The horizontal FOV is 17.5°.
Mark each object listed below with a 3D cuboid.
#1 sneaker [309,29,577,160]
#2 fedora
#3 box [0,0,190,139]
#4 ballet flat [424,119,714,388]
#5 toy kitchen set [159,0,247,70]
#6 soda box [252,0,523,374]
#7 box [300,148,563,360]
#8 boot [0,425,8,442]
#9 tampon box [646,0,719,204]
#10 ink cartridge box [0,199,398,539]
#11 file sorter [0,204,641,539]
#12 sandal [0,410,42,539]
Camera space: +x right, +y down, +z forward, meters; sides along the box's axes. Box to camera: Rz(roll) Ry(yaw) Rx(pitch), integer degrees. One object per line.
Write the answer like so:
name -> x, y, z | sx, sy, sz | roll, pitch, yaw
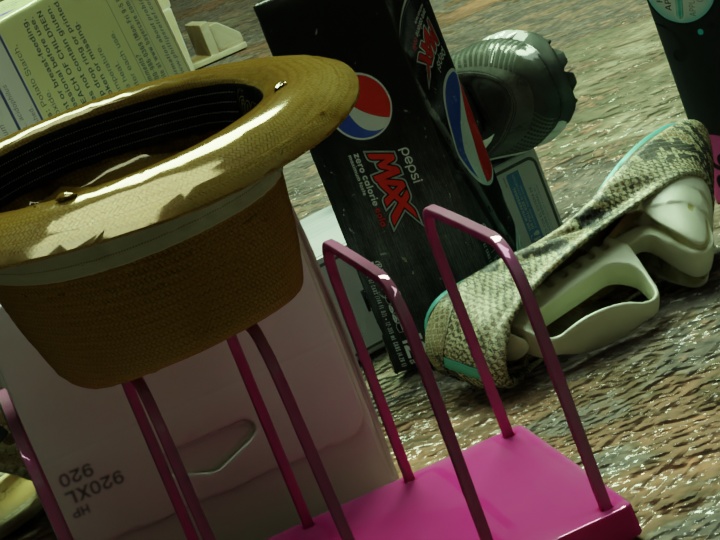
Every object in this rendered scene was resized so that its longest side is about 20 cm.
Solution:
sneaker -> 0.038, -0.078, 1.263 | 0.090, 0.067, 0.200 | -32, 12, -28
fedora -> -0.080, -0.012, 0.845 | 0.200, 0.082, 0.201 | -19, 16, 6
box -> -0.201, -0.053, 1.095 | 0.176, 0.097, 0.200 | -16, 15, 36
ballet flat -> 0.120, -0.001, 1.112 | 0.200, 0.068, 0.075 | -35, 39, -27
toy kitchen set -> -0.237, -0.304, 2.639 | 0.163, 0.181, 0.200 | -24, 12, -15
soda box -> 0.021, -0.056, 1.157 | 0.071, 0.200, 0.063 | -16, 14, 22
box -> 0.000, 0.000, 1.278 | 0.200, 0.060, 0.117 | -28, 14, -24
boot -> -0.268, 0.084, 1.019 | 0.211, 0.158, 0.079 | -48, 6, 20
tampon box -> 0.269, -0.139, 1.207 | 0.200, 0.150, 0.126 | -12, 15, 37
ink cartridge box -> -0.092, 0.042, 1.064 | 0.147, 0.145, 0.200 | -24, 13, -10
file sorter -> -0.024, 0.070, 0.888 | 0.200, 0.126, 0.139 | -24, 13, -9
sandal -> -0.174, 0.083, 1.198 | 0.211, 0.070, 0.078 | -29, 14, -28
